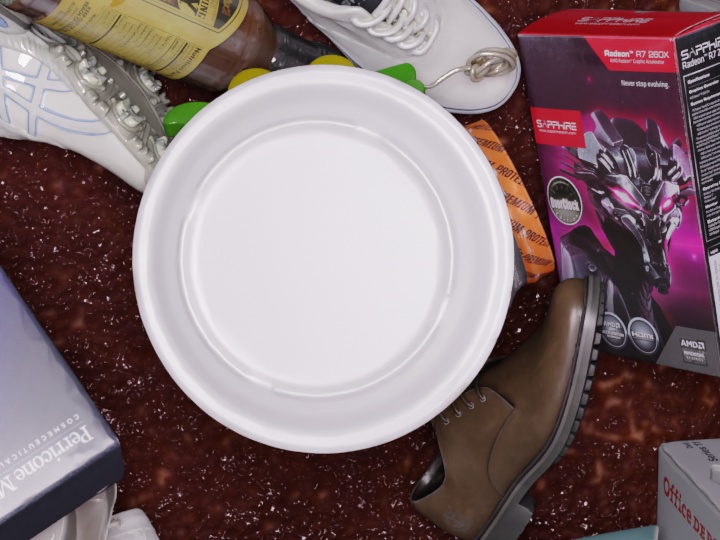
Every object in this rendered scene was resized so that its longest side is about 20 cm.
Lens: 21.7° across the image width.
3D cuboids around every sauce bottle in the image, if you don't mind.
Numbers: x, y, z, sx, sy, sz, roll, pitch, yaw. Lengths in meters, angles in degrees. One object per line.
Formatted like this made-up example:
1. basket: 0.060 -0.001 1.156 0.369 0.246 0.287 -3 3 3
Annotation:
1. sauce bottle: -0.098 -0.136 1.019 0.200 0.065 0.065 19 103 -36

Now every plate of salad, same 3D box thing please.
1. plate of salad: -0.019 -0.006 0.978 0.200 0.048 0.200 0 90 10

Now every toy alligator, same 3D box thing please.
1. toy alligator: -0.006 -0.081 1.026 0.200 0.059 0.054 -10 63 -5

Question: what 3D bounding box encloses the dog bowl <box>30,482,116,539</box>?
1. dog bowl: -0.236 0.137 1.058 0.200 0.059 0.200 1 74 -5

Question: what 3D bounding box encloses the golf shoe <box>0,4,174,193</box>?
1. golf shoe: -0.182 -0.101 1.045 0.097 0.078 0.200 -41 103 22

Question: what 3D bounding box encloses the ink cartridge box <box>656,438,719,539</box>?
1. ink cartridge box: 0.238 0.216 1.145 0.083 0.147 0.200 -4 107 -9

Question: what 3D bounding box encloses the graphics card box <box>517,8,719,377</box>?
1. graphics card box: 0.162 -0.046 1.071 0.051 0.125 0.200 -24 112 -34

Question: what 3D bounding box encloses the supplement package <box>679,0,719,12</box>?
1. supplement package: 0.306 -0.093 1.067 0.200 0.151 0.152 -12 106 -5

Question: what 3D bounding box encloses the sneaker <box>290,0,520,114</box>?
1. sneaker: 0.007 -0.147 1.049 0.200 0.071 0.073 31 99 -16

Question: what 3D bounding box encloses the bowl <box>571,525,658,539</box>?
1. bowl: 0.117 0.247 1.127 0.105 0.201 0.201 6 105 9

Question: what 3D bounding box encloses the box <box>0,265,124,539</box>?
1. box: -0.238 0.062 0.994 0.148 0.104 0.200 -35 81 -15

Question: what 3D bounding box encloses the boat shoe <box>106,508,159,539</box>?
1. boat shoe: -0.211 0.197 1.113 0.200 0.066 0.072 -23 149 -4

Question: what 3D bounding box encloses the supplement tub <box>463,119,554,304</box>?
1. supplement tub: 0.000 0.000 1.062 0.200 0.123 0.123 -26 107 -1

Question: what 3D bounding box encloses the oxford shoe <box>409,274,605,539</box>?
1. oxford shoe: 0.083 0.081 1.105 0.084 0.073 0.200 23 118 -4
